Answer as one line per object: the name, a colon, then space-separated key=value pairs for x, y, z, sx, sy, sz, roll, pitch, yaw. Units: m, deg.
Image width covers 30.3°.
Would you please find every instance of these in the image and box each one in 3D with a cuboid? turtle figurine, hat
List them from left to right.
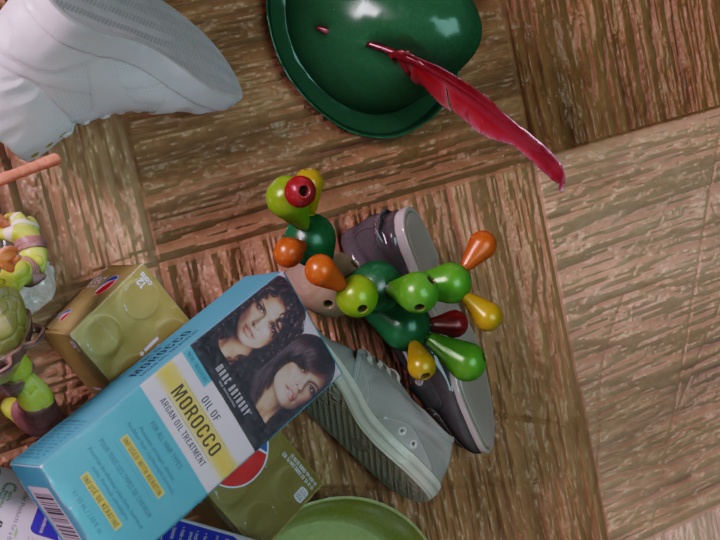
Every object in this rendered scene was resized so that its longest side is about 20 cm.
turtle figurine: x=-0.209 y=0.037 z=0.764 sx=0.201 sy=0.064 sz=0.162 roll=-61 pitch=158 yaw=-44
hat: x=0.056 y=-0.175 z=0.911 sx=0.200 sy=0.176 sz=0.166 roll=39 pitch=72 yaw=-25

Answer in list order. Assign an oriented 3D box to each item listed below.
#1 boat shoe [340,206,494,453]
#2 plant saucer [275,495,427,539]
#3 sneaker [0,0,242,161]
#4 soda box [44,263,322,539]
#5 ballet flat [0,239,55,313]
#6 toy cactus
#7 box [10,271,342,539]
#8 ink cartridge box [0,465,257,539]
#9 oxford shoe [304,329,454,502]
boat shoe: x=0.045 y=0.048 z=0.985 sx=0.201 sy=0.057 sz=0.067 roll=68 pitch=26 yaw=-17
plant saucer: x=-0.025 y=0.260 z=0.951 sx=0.199 sy=0.031 sz=0.202 roll=-1 pitch=91 yaw=-31
sneaker: x=-0.170 y=-0.119 z=0.847 sx=0.199 sy=0.115 sz=0.074 roll=15 pitch=42 yaw=-57
soda box: x=-0.117 y=0.091 z=0.877 sx=0.068 sy=0.064 sz=0.200 roll=-46 pitch=111 yaw=-23
ballet flat: x=-0.265 y=-0.025 z=0.789 sx=0.199 sy=0.072 sz=0.072 roll=34 pitch=74 yaw=-27
toy cactus: x=0.000 y=0.000 z=0.886 sx=0.199 sy=0.165 sz=0.103 roll=31 pitch=75 yaw=-28
box: x=-0.106 y=0.089 z=0.810 sx=0.200 sy=0.049 sz=0.083 roll=-40 pitch=108 yaw=-32
ink cartridge box: x=-0.145 y=0.188 z=0.810 sx=0.198 sy=0.037 sz=0.095 roll=16 pitch=40 yaw=-5
oxford shoe: x=-0.003 y=0.085 z=0.941 sx=0.200 sy=0.075 sz=0.058 roll=47 pitch=63 yaw=-26
